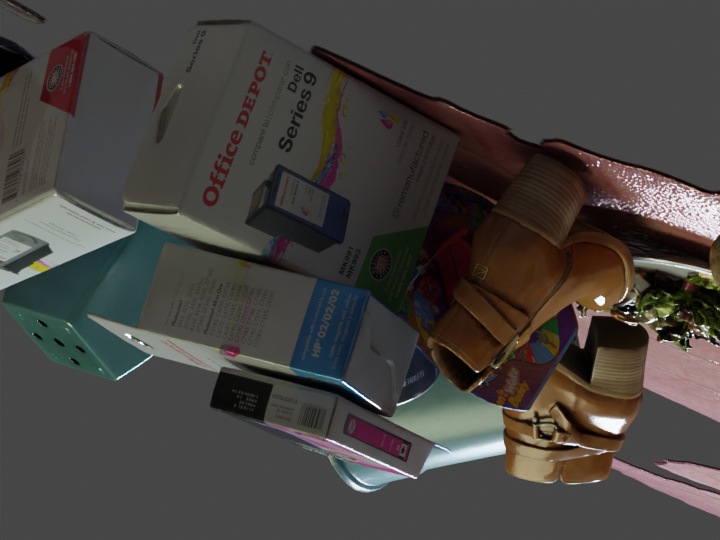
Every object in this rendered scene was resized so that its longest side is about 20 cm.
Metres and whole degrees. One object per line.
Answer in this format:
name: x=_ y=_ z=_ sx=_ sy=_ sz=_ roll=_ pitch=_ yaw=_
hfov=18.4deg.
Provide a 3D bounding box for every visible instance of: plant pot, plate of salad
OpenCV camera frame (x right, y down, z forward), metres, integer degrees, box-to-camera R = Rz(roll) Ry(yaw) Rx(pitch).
plant pot: x=-0.212 y=-0.013 z=1.965 sx=0.141 sy=0.200 sz=0.141 roll=14 pitch=151 yaw=39
plate of salad: x=0.251 y=0.032 z=1.724 sx=0.199 sy=0.048 sz=0.200 roll=14 pitch=167 yaw=3
plant pot: x=0.084 y=0.088 z=1.985 sx=0.195 sy=0.201 sz=0.200 roll=-9 pitch=158 yaw=25

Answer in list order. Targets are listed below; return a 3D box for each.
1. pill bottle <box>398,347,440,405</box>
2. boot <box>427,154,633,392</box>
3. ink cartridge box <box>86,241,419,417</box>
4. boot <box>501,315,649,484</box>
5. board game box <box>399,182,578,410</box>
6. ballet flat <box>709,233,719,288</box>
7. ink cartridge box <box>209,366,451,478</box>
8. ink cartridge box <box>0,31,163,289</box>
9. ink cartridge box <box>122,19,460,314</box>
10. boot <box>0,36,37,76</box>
pill bottle: x=0.000 y=0.000 z=1.729 sx=0.106 sy=0.106 sz=0.201 roll=14 pitch=127 yaw=36
boot: x=0.120 y=0.025 z=1.584 sx=0.077 sy=0.156 sz=0.200 roll=27 pitch=168 yaw=23
ink cartridge box: x=-0.074 y=0.037 z=1.542 sx=0.199 sy=0.068 sz=0.115 roll=13 pitch=168 yaw=22
boot: x=0.133 y=0.099 z=1.847 sx=0.199 sy=0.156 sz=0.077 roll=7 pitch=-144 yaw=-6
board game box: x=0.103 y=0.010 z=1.669 sx=0.158 sy=0.200 sz=0.039 roll=45 pitch=129 yaw=-5
ballet flat: x=0.304 y=0.017 z=1.571 sx=0.065 sy=0.071 sz=0.200 roll=49 pitch=-173 yaw=38
ink cartridge box: x=-0.018 y=0.112 z=1.567 sx=0.094 sy=0.037 sz=0.200 roll=12 pitch=173 yaw=28
ink cartridge box: x=-0.255 y=-0.081 z=1.750 sx=0.085 sy=0.148 sz=0.200 roll=26 pitch=149 yaw=-35
ink cartridge box: x=-0.047 y=-0.068 z=1.550 sx=0.200 sy=0.146 sz=0.087 roll=27 pitch=168 yaw=-32
boot: x=-0.266 y=-0.140 z=1.858 sx=0.200 sy=0.073 sz=0.090 roll=22 pitch=169 yaw=-26
